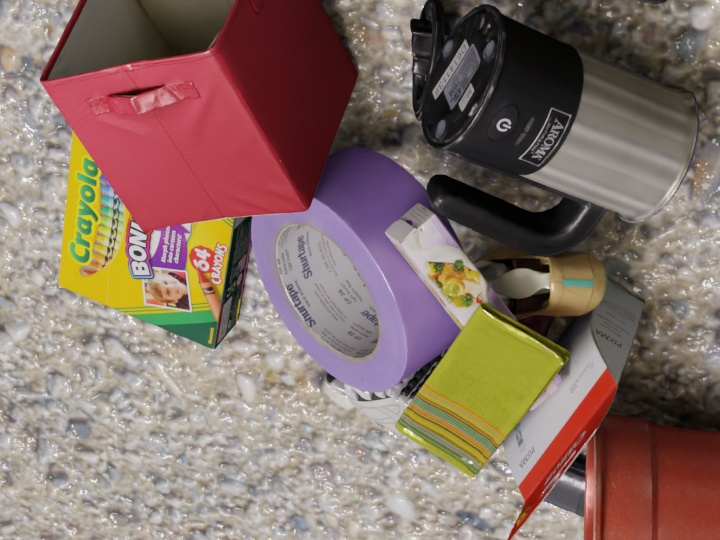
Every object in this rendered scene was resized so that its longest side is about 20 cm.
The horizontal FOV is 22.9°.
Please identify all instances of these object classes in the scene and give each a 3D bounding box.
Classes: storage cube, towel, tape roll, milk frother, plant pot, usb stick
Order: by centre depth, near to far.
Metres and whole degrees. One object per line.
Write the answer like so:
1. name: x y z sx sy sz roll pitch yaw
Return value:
1. milk frother: 0.139 -0.136 1.434 0.188 0.200 0.181 20 137 -23
2. storage cube: -0.127 -0.162 1.479 0.171 0.200 0.180 -7 134 27
3. towel: 0.098 0.103 1.482 0.086 0.018 0.200 29 141 -1
4. plant pot: 0.291 0.218 1.517 0.195 0.201 0.201 1 119 5
5. tape roll: 0.000 0.000 1.544 0.200 0.085 0.200 37 145 32
6. usb stick: 0.249 0.220 1.637 0.200 0.033 0.056 21 123 12

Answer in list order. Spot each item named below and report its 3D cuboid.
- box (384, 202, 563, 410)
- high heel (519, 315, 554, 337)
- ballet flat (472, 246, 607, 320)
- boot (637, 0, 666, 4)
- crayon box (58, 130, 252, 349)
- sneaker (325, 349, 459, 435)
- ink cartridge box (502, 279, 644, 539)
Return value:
1. box: 0.095 0.031 1.460 0.039 0.041 0.200 -40 116 -3
2. high heel: 0.110 0.118 1.604 0.067 0.096 0.200 38 126 0
3. ballet flat: 0.127 0.010 1.513 0.200 0.063 0.069 -12 80 57
4. boot: 0.188 -0.304 1.348 0.200 0.070 0.132 37 121 -4
5. crayon box: -0.190 -0.047 1.670 0.172 0.058 0.200 20 124 13
6. sneaker: 0.054 0.114 1.619 0.200 0.075 0.081 6 135 56
7. ink cartridge box: 0.167 0.119 1.513 0.047 0.200 0.160 32 126 1
